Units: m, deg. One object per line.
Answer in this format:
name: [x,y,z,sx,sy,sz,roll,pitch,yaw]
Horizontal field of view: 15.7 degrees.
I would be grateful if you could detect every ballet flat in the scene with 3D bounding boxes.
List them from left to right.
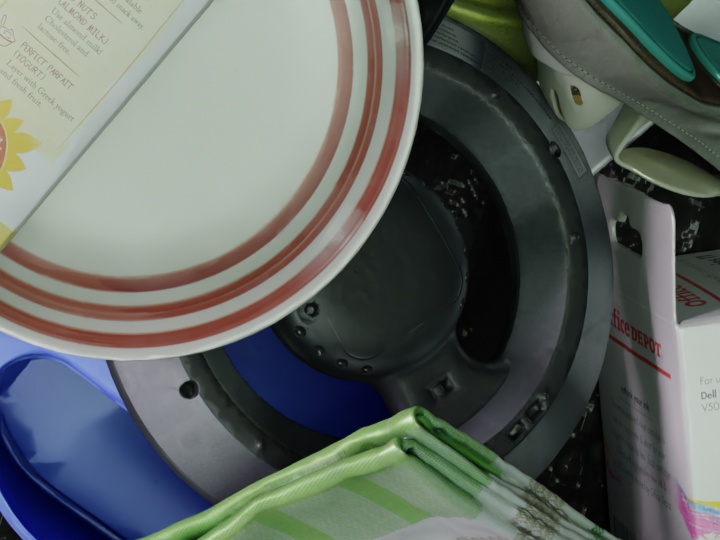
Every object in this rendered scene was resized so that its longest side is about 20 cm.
ballet flat: [0.103,-0.068,0.952,0.064,0.067,0.200,-42,134,23]

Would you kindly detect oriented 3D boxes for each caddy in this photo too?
caddy: [-0.052,0.064,0.976,0.200,0.105,0.141,37,93,-15]

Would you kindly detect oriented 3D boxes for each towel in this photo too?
towel: [0.033,0.127,0.920,0.149,0.031,0.200,-30,131,34]

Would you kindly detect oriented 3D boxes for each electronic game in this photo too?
electronic game: [0.000,0.000,0.931,0.200,0.042,0.200,2,84,-21]

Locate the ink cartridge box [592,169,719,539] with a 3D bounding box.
ink cartridge box: [0.139,0.061,1.006,0.067,0.117,0.200,-8,102,-10]

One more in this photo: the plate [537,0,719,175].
plate: [0.083,-0.159,1.000,0.200,0.032,0.200,-39,105,-2]

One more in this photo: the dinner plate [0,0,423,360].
dinner plate: [-0.077,-0.070,0.868,0.200,0.024,0.201,0,91,-14]

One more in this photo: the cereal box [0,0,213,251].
cereal box: [-0.120,-0.110,0.823,0.144,0.040,0.200,42,81,-12]

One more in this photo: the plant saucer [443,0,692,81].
plant saucer: [0.059,-0.167,0.962,0.200,0.031,0.200,-2,100,-9]

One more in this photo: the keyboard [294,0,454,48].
keyboard: [-0.046,-0.156,0.898,0.200,0.040,0.104,31,112,-6]
